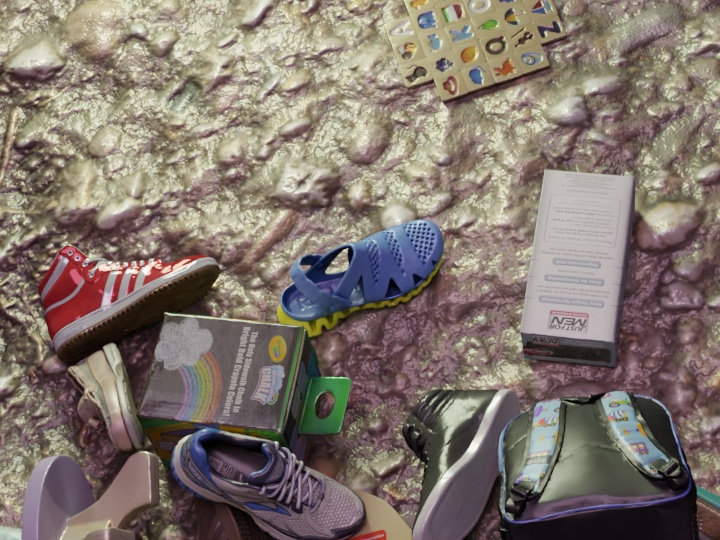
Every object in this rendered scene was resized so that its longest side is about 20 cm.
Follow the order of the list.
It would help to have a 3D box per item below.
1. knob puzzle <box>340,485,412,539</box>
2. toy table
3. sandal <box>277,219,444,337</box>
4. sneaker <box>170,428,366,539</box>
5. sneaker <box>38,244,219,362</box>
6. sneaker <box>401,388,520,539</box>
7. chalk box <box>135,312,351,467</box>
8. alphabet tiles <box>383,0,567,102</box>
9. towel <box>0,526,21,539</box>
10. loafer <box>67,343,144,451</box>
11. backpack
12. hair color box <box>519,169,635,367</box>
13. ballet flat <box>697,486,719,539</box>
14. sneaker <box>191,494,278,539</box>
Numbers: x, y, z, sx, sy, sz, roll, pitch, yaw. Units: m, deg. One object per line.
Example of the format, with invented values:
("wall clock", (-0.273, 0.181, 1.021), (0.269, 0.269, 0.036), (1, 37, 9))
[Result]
("knob puzzle", (-0.024, 0.302, 1.627), (0.218, 0.030, 0.221), (-15, 53, 20))
("toy table", (-0.248, 0.273, 1.613), (0.116, 0.184, 0.202), (-12, 83, 19))
("sandal", (0.000, 0.000, 1.773), (0.199, 0.087, 0.080), (-28, 58, -9))
("sneaker", (-0.085, 0.207, 1.598), (0.198, 0.085, 0.078), (20, 62, -7))
("sneaker", (-0.260, 0.007, 1.820), (0.199, 0.071, 0.113), (-26, 63, -4))
("sneaker", (0.077, 0.195, 1.644), (0.099, 0.071, 0.201), (4, 47, 36))
("chalk box", (-0.108, 0.132, 1.694), (0.198, 0.124, 0.125), (6, 60, 12))
("alphabet tiles", (0.134, -0.283, 1.959), (0.198, 0.006, 0.167), (-18, 59, -1))
("towel", (-0.418, 0.347, 1.665), (0.170, 0.048, 0.201), (6, 61, 12))
("loafer", (-0.264, 0.139, 1.707), (0.062, 0.072, 0.200), (-19, 23, -6))
("backpack", (0.213, 0.200, 1.521), (0.181, 0.136, 0.200), (-10, 24, 7))
("hair color box", (0.231, -0.004, 1.751), (0.098, 0.061, 0.201), (5, 61, 13))
("ballet flat", (0.297, 0.224, 1.616), (0.199, 0.070, 0.066), (32, 96, 27))
("sneaker", (-0.119, 0.289, 1.637), (0.070, 0.076, 0.201), (12, 44, -33))
